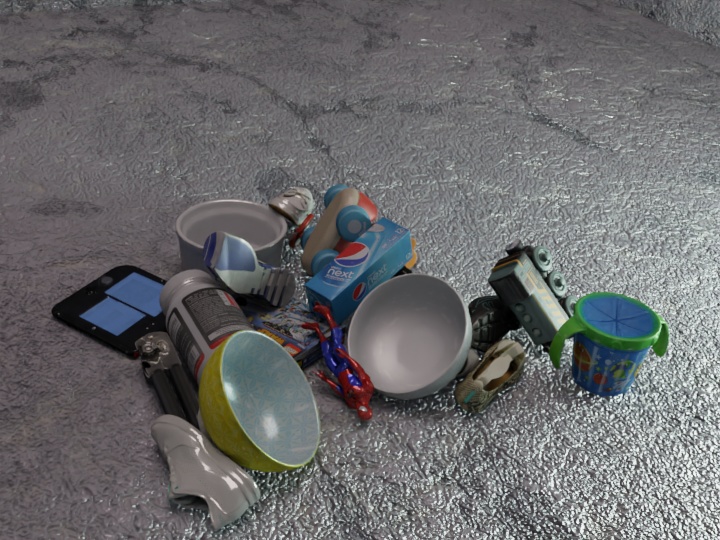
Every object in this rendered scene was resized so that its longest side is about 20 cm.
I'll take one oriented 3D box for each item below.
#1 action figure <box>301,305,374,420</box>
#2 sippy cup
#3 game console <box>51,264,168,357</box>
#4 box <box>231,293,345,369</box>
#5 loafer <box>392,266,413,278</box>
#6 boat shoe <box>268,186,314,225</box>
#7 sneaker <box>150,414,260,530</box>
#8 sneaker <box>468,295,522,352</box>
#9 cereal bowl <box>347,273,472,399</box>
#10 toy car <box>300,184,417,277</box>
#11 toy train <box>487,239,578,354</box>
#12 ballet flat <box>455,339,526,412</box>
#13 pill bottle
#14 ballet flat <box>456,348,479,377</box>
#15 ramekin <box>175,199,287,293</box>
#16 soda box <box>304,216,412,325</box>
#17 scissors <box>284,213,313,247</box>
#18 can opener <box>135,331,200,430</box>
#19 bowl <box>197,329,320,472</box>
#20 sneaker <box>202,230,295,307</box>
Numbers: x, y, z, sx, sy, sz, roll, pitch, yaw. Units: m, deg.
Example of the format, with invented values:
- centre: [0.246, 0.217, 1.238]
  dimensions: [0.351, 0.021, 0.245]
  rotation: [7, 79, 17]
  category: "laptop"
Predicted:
- centre: [-0.032, 0.146, 1.371]
  dimensions: [0.052, 0.065, 0.200]
  rotation: [7, 40, -46]
  category: "action figure"
- centre: [0.396, 0.124, 1.433]
  dimensions: [0.177, 0.131, 0.140]
  rotation: [14, 33, 15]
  category: "sippy cup"
- centre: [-0.388, 0.062, 1.512]
  dimensions: [0.199, 0.031, 0.177]
  rotation: [21, 35, 26]
  category: "game console"
- centre: [-0.143, 0.093, 1.490]
  dimensions: [0.199, 0.040, 0.137]
  rotation: [27, 36, 31]
  category: "box"
- centre: [0.100, 0.055, 1.571]
  dimensions: [0.200, 0.071, 0.073]
  rotation: [39, 10, 25]
  category: "loafer"
- centre: [-0.127, -0.132, 1.745]
  dimensions: [0.071, 0.069, 0.200]
  rotation: [37, 4, 2]
  category: "boat shoe"
- centre: [-0.227, 0.264, 1.179]
  dimensions: [0.200, 0.075, 0.088]
  rotation: [27, 57, 35]
  category: "sneaker"
- centre: [0.213, 0.087, 1.530]
  dimensions: [0.079, 0.076, 0.200]
  rotation: [11, 16, 32]
  category: "sneaker"
- centre: [0.083, 0.111, 1.406]
  dimensions: [0.199, 0.083, 0.201]
  rotation: [-10, 59, 18]
  category: "cereal bowl"
- centre: [0.011, -0.038, 1.659]
  dimensions: [0.199, 0.177, 0.184]
  rotation: [27, 11, -18]
  category: "toy car"
- centre: [0.296, 0.048, 1.512]
  dimensions: [0.085, 0.200, 0.114]
  rotation: [-21, 19, 47]
  category: "toy train"
- centre: [0.219, 0.152, 1.412]
  dimensions: [0.068, 0.075, 0.200]
  rotation: [42, 41, 12]
  category: "ballet flat"
- centre: [-0.231, 0.093, 1.386]
  dimensions: [0.115, 0.116, 0.200]
  rotation: [-13, 43, -28]
  category: "pill bottle"
- centre: [0.117, 0.111, 1.489]
  dimensions: [0.069, 0.070, 0.200]
  rotation: [-21, 44, -36]
  category: "ballet flat"
- centre: [-0.235, -0.043, 1.643]
  dimensions: [0.199, 0.098, 0.201]
  rotation: [4, 32, -3]
  category: "ramekin"
- centre: [0.000, 0.000, 1.508]
  dimensions: [0.064, 0.068, 0.200]
  rotation: [29, 56, 32]
  category: "soda box"
- centre: [-0.126, -0.059, 1.678]
  dimensions: [0.014, 0.073, 0.200]
  rotation: [34, 19, 0]
  category: "scissors"
- centre: [-0.283, 0.173, 1.336]
  dimensions: [0.053, 0.067, 0.200]
  rotation: [-15, 50, -23]
  category: "can opener"
- centre: [-0.158, 0.195, 1.235]
  dimensions: [0.107, 0.200, 0.200]
  rotation: [-31, 21, 24]
  category: "bowl"
- centre: [-0.207, 0.001, 1.472]
  dimensions: [0.115, 0.081, 0.199]
  rotation: [11, -14, 35]
  category: "sneaker"
